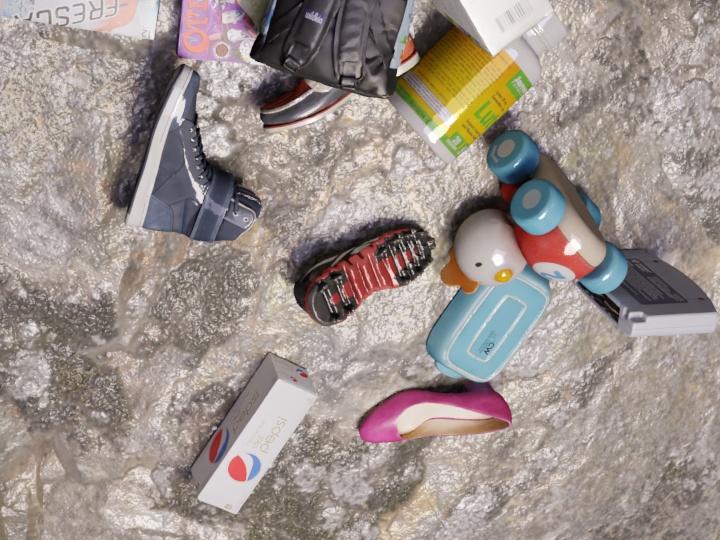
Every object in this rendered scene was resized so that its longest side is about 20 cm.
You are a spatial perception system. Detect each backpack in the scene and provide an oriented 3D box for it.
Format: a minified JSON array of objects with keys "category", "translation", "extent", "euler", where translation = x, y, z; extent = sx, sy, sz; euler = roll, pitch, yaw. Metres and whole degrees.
[{"category":"backpack","translation":[-0.012,-0.303,1.191],"extent":[0.161,0.154,0.202],"euler":[15,114,3]}]

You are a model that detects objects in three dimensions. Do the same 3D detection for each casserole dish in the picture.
[{"category":"casserole dish","translation":[0.174,0.068,1.503],"extent":[0.120,0.039,0.201],"euler":[28,107,-26]}]

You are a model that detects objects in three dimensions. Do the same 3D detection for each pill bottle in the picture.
[{"category":"pill bottle","translation":[0.135,-0.228,1.298],"extent":[0.200,0.111,0.111],"euler":[-43,119,8]}]

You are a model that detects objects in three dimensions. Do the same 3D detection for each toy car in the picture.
[{"category":"toy car","translation":[0.186,-0.029,1.393],"extent":[0.199,0.178,0.184],"euler":[-38,133,19]}]

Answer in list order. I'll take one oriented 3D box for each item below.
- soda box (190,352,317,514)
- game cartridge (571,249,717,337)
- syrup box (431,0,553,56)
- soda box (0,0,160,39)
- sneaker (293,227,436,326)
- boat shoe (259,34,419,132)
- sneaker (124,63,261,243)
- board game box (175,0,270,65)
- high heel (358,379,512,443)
[{"category":"soda box","translation":[-0.139,0.210,1.465],"extent":[0.063,0.068,0.201],"euler":[27,106,-26]},{"category":"game cartridge","translation":[0.357,0.027,1.440],"extent":[0.132,0.200,0.041],"euler":[-6,115,-13]},{"category":"syrup box","translation":[0.120,-0.306,1.202],"extent":[0.078,0.200,0.082],"euler":[-35,119,4]},{"category":"soda box","translation":[-0.305,-0.288,1.163],"extent":[0.198,0.069,0.064],"euler":[5,115,-19]},{"category":"sneaker","translation":[0.000,0.000,1.400],"extent":[0.199,0.098,0.071],"euler":[-29,111,-27]},{"category":"boat shoe","translation":[-0.030,-0.221,1.278],"extent":[0.199,0.071,0.063],"euler":[-29,118,-3]},{"category":"sneaker","translation":[-0.170,-0.122,1.275],"extent":[0.145,0.077,0.204],"euler":[16,121,-11]},{"category":"board game box","translation":[-0.131,-0.323,1.223],"extent":[0.119,0.032,0.202],"euler":[3,115,-13]},{"category":"high heel","translation":[0.100,0.205,1.516],"extent":[0.198,0.096,0.068],"euler":[-12,119,-10]}]
